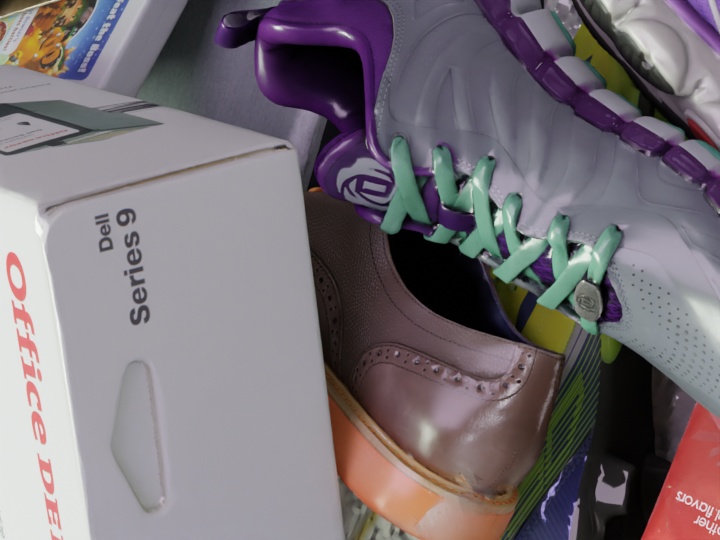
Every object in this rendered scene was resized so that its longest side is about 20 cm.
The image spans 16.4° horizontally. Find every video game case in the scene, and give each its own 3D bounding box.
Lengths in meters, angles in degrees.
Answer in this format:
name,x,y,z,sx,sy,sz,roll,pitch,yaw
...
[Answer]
name,x,y,z,sx,sy,sz,roll,pitch,yaw
video game case,-0.131,-0.115,0.924,0.199,0.018,0.144,8,64,43

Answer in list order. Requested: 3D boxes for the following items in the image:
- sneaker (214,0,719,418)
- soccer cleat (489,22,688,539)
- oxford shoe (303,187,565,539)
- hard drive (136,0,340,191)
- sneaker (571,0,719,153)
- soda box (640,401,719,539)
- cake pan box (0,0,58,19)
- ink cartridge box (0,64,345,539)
name,x,y,z,sx,sy,sz,roll,pitch,yaw
sneaker,0.041,-0.015,0.688,0.200,0.087,0.075,49,150,34
soccer cleat,0.059,0.012,0.773,0.083,0.065,0.201,3,84,32
oxford shoe,0.000,0.000,0.771,0.200,0.071,0.073,47,115,41
hard drive,-0.075,-0.008,0.896,0.139,0.033,0.201,17,92,37
sneaker,0.143,-0.039,0.693,0.083,0.081,0.200,-40,83,3
soda box,0.178,0.085,0.673,0.199,0.063,0.070,25,96,37
cake pan box,-0.095,-0.180,0.894,0.183,0.052,0.201,-12,53,37
ink cartridge box,-0.091,0.025,0.761,0.200,0.084,0.147,20,121,57
